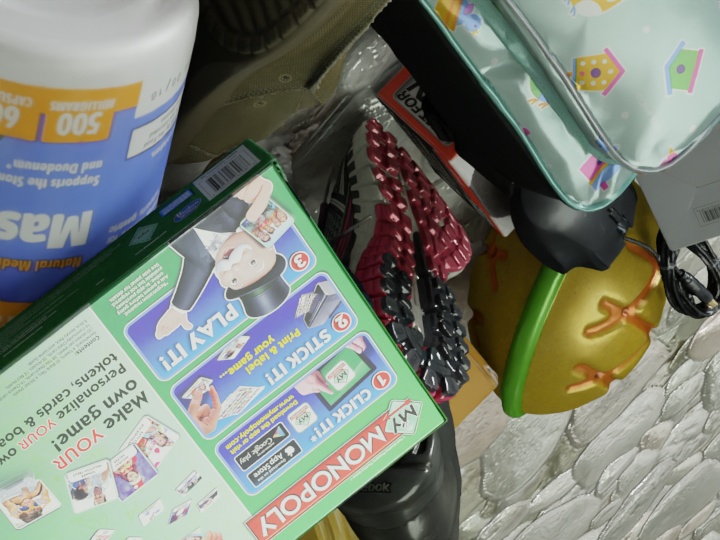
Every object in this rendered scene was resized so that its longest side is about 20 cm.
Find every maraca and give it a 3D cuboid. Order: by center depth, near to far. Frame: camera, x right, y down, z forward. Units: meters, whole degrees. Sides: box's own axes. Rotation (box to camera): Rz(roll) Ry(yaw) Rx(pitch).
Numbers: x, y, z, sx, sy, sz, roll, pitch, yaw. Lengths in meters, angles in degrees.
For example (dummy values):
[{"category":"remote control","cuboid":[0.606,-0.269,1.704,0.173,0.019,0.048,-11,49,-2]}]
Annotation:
[{"category":"maraca","cuboid":[0.121,-0.007,1.068,0.137,0.106,0.201,-45,155,-57]}]

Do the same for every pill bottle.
[{"category":"pill bottle","cuboid":[-0.131,-0.031,0.723,0.112,0.112,0.201,-19,140,-37]}]

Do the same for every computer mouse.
[{"category":"computer mouse","cuboid":[0.142,-0.014,0.993,0.199,0.034,0.059,23,81,-47]}]

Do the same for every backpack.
[{"category":"backpack","cuboid":[0.109,-0.146,0.826,0.200,0.153,0.176,-46,113,-15]}]

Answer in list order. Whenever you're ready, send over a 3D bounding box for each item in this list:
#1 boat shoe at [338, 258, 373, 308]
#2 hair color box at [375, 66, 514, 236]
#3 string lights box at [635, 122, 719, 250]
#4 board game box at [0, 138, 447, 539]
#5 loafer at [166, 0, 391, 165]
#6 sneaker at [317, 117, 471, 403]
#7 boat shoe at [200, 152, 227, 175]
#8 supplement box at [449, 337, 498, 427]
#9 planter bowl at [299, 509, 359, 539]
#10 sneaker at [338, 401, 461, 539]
[{"category":"boat shoe","cuboid":[-0.072,0.067,0.773,0.201,0.068,0.084,-54,156,-8]},{"category":"hair color box","cuboid":[0.109,-0.122,0.963,0.200,0.061,0.102,-46,151,0]},{"category":"string lights box","cuboid":[0.224,-0.089,1.027,0.102,0.059,0.200,-19,-164,33]},{"category":"board game box","cuboid":[-0.081,0.066,0.707,0.200,0.029,0.135,-37,121,-6]},{"category":"loafer","cuboid":[-0.033,-0.103,0.747,0.067,0.077,0.200,-9,165,-37]},{"category":"sneaker","cuboid":[0.000,0.000,0.888,0.074,0.201,0.081,-32,114,22]},{"category":"boat shoe","cuboid":[-0.098,0.022,0.864,0.201,0.064,0.071,-60,168,31]},{"category":"supplement box","cuboid":[-0.023,0.097,1.045,0.200,0.069,0.067,-43,134,-1]},{"category":"planter bowl","cuboid":[-0.051,0.153,0.938,0.083,0.202,0.200,-16,159,24]},{"category":"sneaker","cuboid":[0.012,0.072,0.931,0.075,0.201,0.091,-16,123,12]}]
